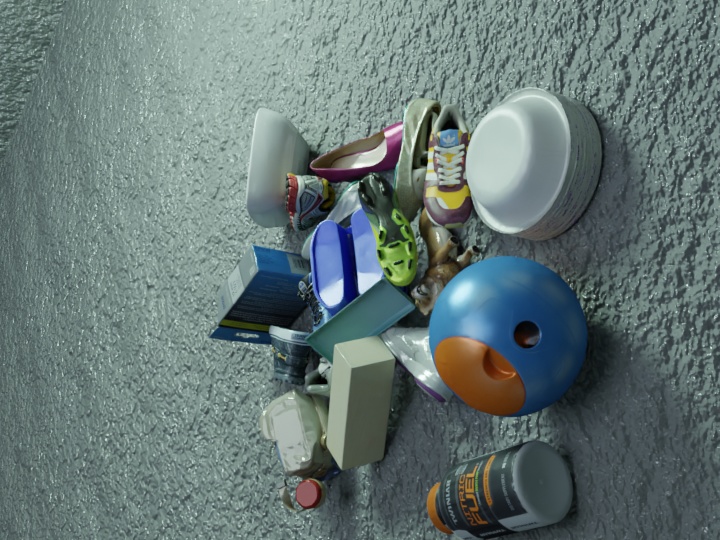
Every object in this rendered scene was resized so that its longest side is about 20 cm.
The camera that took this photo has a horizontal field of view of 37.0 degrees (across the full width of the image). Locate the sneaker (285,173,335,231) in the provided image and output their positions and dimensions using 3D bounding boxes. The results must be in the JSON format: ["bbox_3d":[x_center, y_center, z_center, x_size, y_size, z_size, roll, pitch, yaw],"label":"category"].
[{"bbox_3d":[-0.083,-0.114,1.868,0.200,0.081,0.079,82,-172,-82],"label":"sneaker"}]

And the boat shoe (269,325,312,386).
[{"bbox_3d":[-0.127,0.147,1.866,0.200,0.070,0.092,174,107,-80],"label":"boat shoe"}]

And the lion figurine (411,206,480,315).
[{"bbox_3d":[0.119,-0.039,1.617,0.123,0.072,0.201,128,152,-46],"label":"lion figurine"}]

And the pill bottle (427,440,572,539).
[{"bbox_3d":[0.173,0.294,1.406,0.200,0.105,0.107,-31,57,49],"label":"pill bottle"}]

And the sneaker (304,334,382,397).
[{"bbox_3d":[-0.017,0.152,1.744,0.200,0.081,0.076,-45,46,39],"label":"sneaker"}]

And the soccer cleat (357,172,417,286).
[{"bbox_3d":[0.049,-0.058,1.627,0.064,0.084,0.201,-25,58,10],"label":"soccer cleat"}]

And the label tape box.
[{"bbox_3d":[-0.176,0.049,1.944,0.200,0.142,0.067,-49,45,37],"label":"label tape box"}]

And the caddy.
[{"bbox_3d":[0.000,0.000,1.724,0.140,0.105,0.202,-16,60,18],"label":"caddy"}]

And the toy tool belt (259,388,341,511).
[{"bbox_3d":[-0.081,0.302,1.793,0.124,0.123,0.201,-28,65,18],"label":"toy tool belt"}]

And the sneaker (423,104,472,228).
[{"bbox_3d":[0.126,-0.152,1.557,0.091,0.074,0.201,83,-175,-48],"label":"sneaker"}]

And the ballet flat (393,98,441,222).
[{"bbox_3d":[0.092,-0.173,1.685,0.062,0.067,0.202,2,84,35],"label":"ballet flat"}]

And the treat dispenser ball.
[{"bbox_3d":[0.185,0.083,1.357,0.200,0.199,0.203,-19,66,52],"label":"treat dispenser ball"}]

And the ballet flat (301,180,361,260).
[{"bbox_3d":[-0.037,-0.068,1.851,0.200,0.069,0.070,-50,44,35],"label":"ballet flat"}]

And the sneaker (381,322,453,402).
[{"bbox_3d":[0.103,0.118,1.604,0.100,0.075,0.200,-50,35,1],"label":"sneaker"}]

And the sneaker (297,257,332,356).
[{"bbox_3d":[-0.069,0.055,1.795,0.079,0.089,0.201,-44,32,36],"label":"sneaker"}]

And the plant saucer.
[{"bbox_3d":[-0.001,0.078,1.650,0.200,0.070,0.019,-39,16,37],"label":"plant saucer"}]

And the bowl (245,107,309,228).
[{"bbox_3d":[-0.146,-0.180,1.962,0.200,0.074,0.202,47,-130,-78],"label":"bowl"}]

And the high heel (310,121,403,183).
[{"bbox_3d":[0.004,-0.201,1.788,0.199,0.095,0.068,-25,61,51],"label":"high heel"}]

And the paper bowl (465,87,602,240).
[{"bbox_3d":[0.220,-0.146,1.454,0.200,0.104,0.203,-17,70,53],"label":"paper bowl"}]

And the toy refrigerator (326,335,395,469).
[{"bbox_3d":[-0.003,0.203,1.655,0.070,0.075,0.202,-130,36,-49],"label":"toy refrigerator"}]
